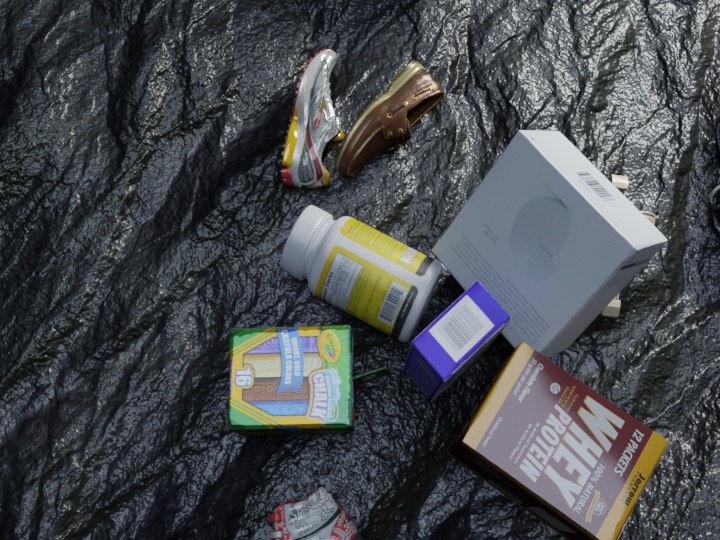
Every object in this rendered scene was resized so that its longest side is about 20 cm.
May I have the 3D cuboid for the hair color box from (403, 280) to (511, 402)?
[{"bbox_3d":[0.114,0.094,1.018,0.109,0.200,0.065,-41,80,-10],"label":"hair color box"}]

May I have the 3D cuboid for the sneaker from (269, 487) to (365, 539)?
[{"bbox_3d":[-0.097,0.361,1.021,0.200,0.067,0.109,-37,77,-12],"label":"sneaker"}]

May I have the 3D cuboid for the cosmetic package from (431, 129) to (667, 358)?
[{"bbox_3d":[0.230,-0.031,1.027,0.200,0.122,0.201,51,123,22],"label":"cosmetic package"}]

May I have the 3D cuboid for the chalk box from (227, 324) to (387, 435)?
[{"bbox_3d":[-0.063,0.143,1.047,0.194,0.125,0.127,-1,75,2],"label":"chalk box"}]

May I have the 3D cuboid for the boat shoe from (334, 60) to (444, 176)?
[{"bbox_3d":[0.042,-0.207,1.165,0.067,0.072,0.201,38,76,12],"label":"boat shoe"}]

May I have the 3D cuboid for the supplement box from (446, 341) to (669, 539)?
[{"bbox_3d":[0.224,0.212,0.985,0.195,0.200,0.134,34,77,9],"label":"supplement box"}]

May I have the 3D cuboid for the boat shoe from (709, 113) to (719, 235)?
[{"bbox_3d":[0.519,-0.123,1.133,0.091,0.075,0.204,-17,76,-12],"label":"boat shoe"}]

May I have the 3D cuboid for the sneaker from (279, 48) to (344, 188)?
[{"bbox_3d":[-0.059,-0.213,1.173,0.080,0.078,0.205,11,85,0],"label":"sneaker"}]

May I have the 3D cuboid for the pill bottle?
[{"bbox_3d":[0.000,0.000,1.090,0.197,0.115,0.116,28,77,8],"label":"pill bottle"}]

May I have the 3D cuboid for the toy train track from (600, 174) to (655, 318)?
[{"bbox_3d":[0.352,-0.038,1.136,0.112,0.033,0.205,8,76,3],"label":"toy train track"}]
